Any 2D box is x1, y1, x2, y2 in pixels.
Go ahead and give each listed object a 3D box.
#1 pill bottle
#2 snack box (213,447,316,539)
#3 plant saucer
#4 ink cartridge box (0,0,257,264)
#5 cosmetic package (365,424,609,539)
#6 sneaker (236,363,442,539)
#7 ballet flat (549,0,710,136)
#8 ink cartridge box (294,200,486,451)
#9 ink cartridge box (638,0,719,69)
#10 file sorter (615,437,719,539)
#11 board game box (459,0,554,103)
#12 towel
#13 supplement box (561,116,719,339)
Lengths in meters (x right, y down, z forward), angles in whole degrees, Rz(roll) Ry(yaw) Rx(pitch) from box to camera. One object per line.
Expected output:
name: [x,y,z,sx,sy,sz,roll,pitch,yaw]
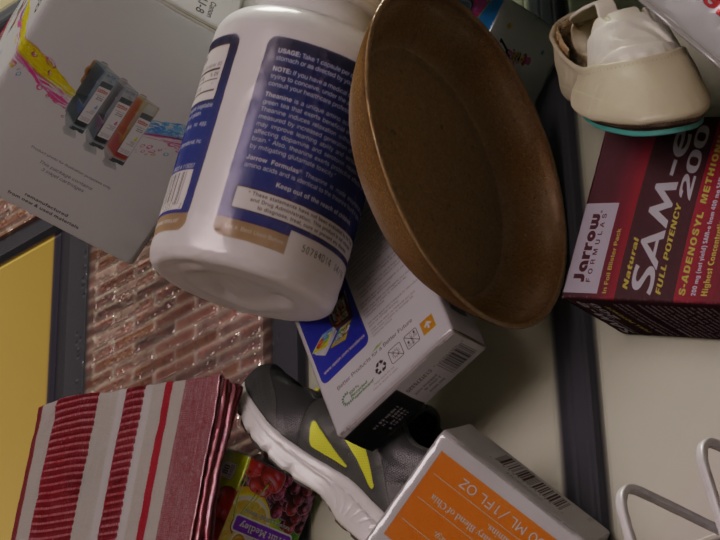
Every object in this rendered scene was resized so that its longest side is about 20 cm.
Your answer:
pill bottle: [-0.042,-0.081,1.323,0.111,0.111,0.201,0,69,46]
snack box: [-0.133,0.199,1.442,0.168,0.068,0.201,15,79,51]
plant saucer: [0.048,-0.059,1.288,0.035,0.200,0.201,-20,55,30]
ink cartridge box: [-0.154,-0.141,1.514,0.200,0.144,0.146,-51,18,34]
cosmetic package: [0.033,0.192,1.236,0.101,0.071,0.201,36,98,13]
sneaker: [0.006,0.103,1.356,0.085,0.074,0.200,-52,50,2]
ballet flat: [0.140,-0.115,1.264,0.070,0.069,0.200,-59,11,4]
ink cartridge box: [0.000,0.000,1.344,0.095,0.037,0.201,-43,46,21]
ink cartridge box: [0.234,-0.202,1.218,0.146,0.083,0.200,42,103,14]
file sorter: [0.237,0.119,1.053,0.200,0.124,0.139,-36,47,27]
board game box: [0.019,-0.112,1.459,0.199,0.064,0.148,23,87,49]
towel: [-0.150,0.143,1.423,0.199,0.023,0.145,-10,63,48]
supplement box: [0.207,-0.022,1.212,0.199,0.061,0.110,1,70,48]
